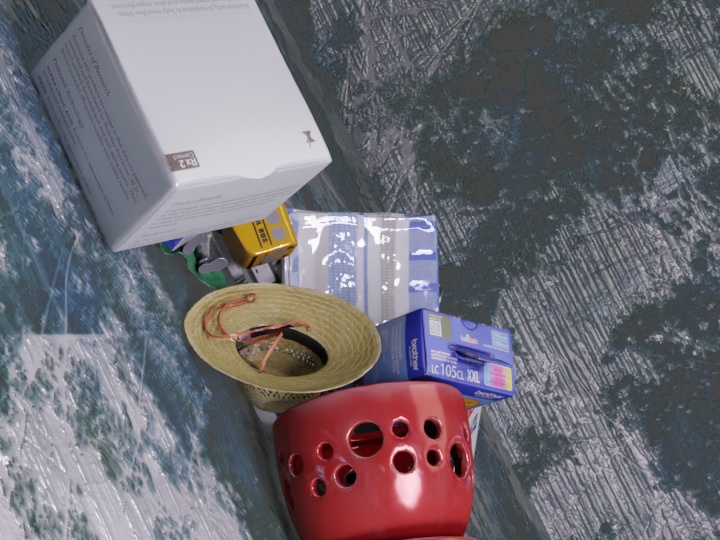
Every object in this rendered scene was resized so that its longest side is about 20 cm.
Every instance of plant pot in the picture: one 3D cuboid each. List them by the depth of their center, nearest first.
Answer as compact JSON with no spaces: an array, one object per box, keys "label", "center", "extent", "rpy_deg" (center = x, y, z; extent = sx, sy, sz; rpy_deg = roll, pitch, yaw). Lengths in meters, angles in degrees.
[{"label":"plant pot","center":[0.019,0.224,1.409],"extent":[0.200,0.200,0.183],"rpy_deg":[45,35,-65]}]

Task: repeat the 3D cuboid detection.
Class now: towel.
[{"label":"towel","center":[0.000,0.000,1.691],"extent":[0.024,0.199,0.148],"rpy_deg":[153,-62,-73]}]

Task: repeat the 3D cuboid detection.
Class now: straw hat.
[{"label":"straw hat","center":[-0.082,0.097,1.443],"extent":[0.201,0.200,0.085],"rpy_deg":[-104,-161,-57]}]

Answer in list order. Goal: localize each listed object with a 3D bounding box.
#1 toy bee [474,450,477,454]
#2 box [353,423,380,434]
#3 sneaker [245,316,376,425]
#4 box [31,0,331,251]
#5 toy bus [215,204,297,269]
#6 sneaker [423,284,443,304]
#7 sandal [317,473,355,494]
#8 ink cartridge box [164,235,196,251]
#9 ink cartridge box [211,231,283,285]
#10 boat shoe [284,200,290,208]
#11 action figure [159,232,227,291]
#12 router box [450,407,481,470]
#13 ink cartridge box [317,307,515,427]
[{"label":"toy bee","center":[0.044,0.227,1.972],"extent":[0.200,0.109,0.131],"rpy_deg":[39,3,33]},{"label":"box","center":[0.012,0.176,1.776],"extent":[0.149,0.124,0.200],"rpy_deg":[65,7,16]},{"label":"sneaker","center":[-0.052,0.089,1.562],"extent":[0.081,0.146,0.200],"rpy_deg":[61,8,-9]},{"label":"box","center":[-0.168,-0.146,1.340],"extent":[0.198,0.131,0.201],"rpy_deg":[-15,75,-45]},{"label":"toy bus","center":[-0.144,-0.106,1.638],"extent":[0.065,0.078,0.201],"rpy_deg":[131,-61,-71]},{"label":"sneaker","center":[0.011,0.045,1.792],"extent":[0.077,0.199,0.089],"rpy_deg":[-29,127,-48]},{"label":"sandal","center":[-0.013,0.249,1.618],"extent":[0.082,0.054,0.200],"rpy_deg":[-101,165,-61]},{"label":"ink cartridge box","center":[-0.174,-0.093,1.478],"extent":[0.094,0.044,0.200],"rpy_deg":[45,25,1]},{"label":"ink cartridge box","center":[-0.122,-0.016,1.739],"extent":[0.201,0.068,0.116],"rpy_deg":[63,7,-4]},{"label":"boat shoe","center":[-0.113,-0.048,1.891],"extent":[0.065,0.074,0.202],"rpy_deg":[61,0,16]},{"label":"action figure","center":[-0.188,-0.066,1.560],"extent":[0.118,0.055,0.200],"rpy_deg":[54,8,-35]},{"label":"router box","center":[0.081,0.243,1.659],"extent":[0.200,0.049,0.180],"rpy_deg":[-52,154,-48]},{"label":"ink cartridge box","center":[0.067,0.101,1.478],"extent":[0.136,0.200,0.077],"rpy_deg":[16,62,-39]}]
